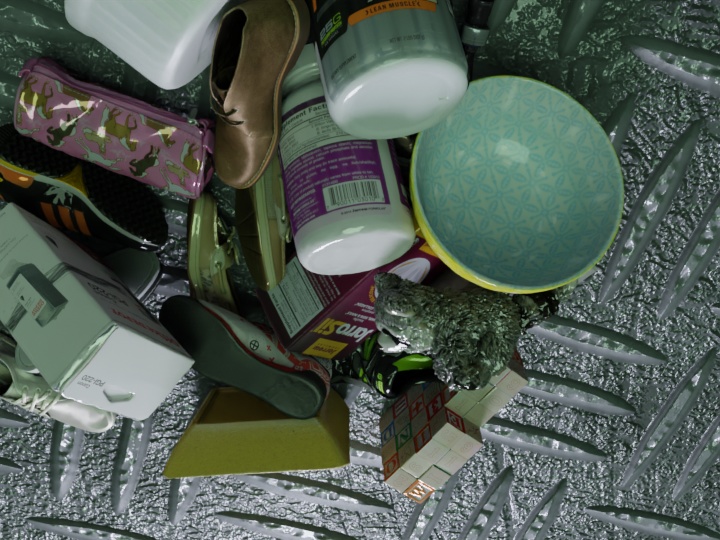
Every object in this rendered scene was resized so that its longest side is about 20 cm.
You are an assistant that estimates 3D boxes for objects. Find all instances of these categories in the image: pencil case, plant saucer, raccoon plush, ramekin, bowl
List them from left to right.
[{"bbox_3d":[-0.236,-0.139,0.759,0.198,0.083,0.087,19,99,-2],"label":"pencil case"},{"bbox_3d":[-0.139,-0.247,0.639,0.098,0.201,0.201,41,111,-8],"label":"ramekin"},{"bbox_3d":[-0.111,0.173,0.895,0.197,0.200,0.049,-3,98,-1],"label":"plant saucer"},{"bbox_3d":[0.101,0.020,0.761,0.200,0.097,0.134,-45,114,-12],"label":"raccoon plush"},{"bbox_3d":[0.134,-0.069,0.735,0.197,0.108,0.203,2,76,-7],"label":"bowl"}]

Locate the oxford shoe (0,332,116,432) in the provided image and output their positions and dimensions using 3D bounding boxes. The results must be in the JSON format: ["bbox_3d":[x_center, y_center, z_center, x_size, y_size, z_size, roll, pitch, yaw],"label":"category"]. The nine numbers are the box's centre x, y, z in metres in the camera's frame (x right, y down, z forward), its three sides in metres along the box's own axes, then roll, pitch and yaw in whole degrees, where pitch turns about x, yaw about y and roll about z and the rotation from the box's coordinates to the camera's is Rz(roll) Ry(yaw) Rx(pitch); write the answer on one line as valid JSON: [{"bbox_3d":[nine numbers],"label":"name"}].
[{"bbox_3d":[-0.390,0.146,0.936,0.199,0.058,0.075,37,109,-22],"label":"oxford shoe"}]

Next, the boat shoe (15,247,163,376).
[{"bbox_3d":[-0.300,0.048,0.885,0.199,0.076,0.060,-34,153,5],"label":"boat shoe"}]

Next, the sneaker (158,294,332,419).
[{"bbox_3d":[-0.121,0.083,0.857,0.200,0.108,0.068,31,107,-1],"label":"sneaker"}]

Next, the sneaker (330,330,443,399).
[{"bbox_3d":[0.014,0.108,0.915,0.197,0.083,0.071,-3,119,2],"label":"sneaker"}]

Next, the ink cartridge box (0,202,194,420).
[{"bbox_3d":[-0.277,0.042,0.762,0.085,0.200,0.146,-47,152,-2],"label":"ink cartridge box"}]

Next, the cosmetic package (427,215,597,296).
[{"bbox_3d":[0.144,0.007,0.853,0.199,0.107,0.090,-39,114,19],"label":"cosmetic package"}]

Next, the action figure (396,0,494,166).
[{"bbox_3d":[0.086,-0.173,0.777,0.128,0.070,0.202,1,123,-11],"label":"action figure"}]

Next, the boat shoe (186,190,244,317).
[{"bbox_3d":[-0.159,-0.003,0.860,0.062,0.074,0.202,-2,130,-9],"label":"boat shoe"}]

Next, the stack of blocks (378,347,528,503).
[{"bbox_3d":[0.109,0.168,0.934,0.058,0.116,0.200,34,112,-19],"label":"stack of blocks"}]

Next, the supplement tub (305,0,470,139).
[{"bbox_3d":[0.014,-0.226,0.660,0.121,0.202,0.123,-11,160,-4],"label":"supplement tub"}]

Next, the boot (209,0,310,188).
[{"bbox_3d":[-0.109,-0.149,0.677,0.073,0.075,0.201,38,134,16],"label":"boot"}]

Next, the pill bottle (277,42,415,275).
[{"bbox_3d":[-0.022,-0.107,0.730,0.111,0.202,0.112,-11,161,-4],"label":"pill bottle"}]

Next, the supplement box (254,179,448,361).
[{"bbox_3d":[0.000,0.000,0.829,0.200,0.086,0.110,-42,150,19],"label":"supplement box"}]

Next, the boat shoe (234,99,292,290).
[{"bbox_3d":[-0.093,-0.082,0.791,0.062,0.073,0.203,-10,96,-26],"label":"boat shoe"}]

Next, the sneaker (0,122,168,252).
[{"bbox_3d":[-0.303,-0.072,0.823,0.199,0.070,0.090,31,133,-20],"label":"sneaker"}]
